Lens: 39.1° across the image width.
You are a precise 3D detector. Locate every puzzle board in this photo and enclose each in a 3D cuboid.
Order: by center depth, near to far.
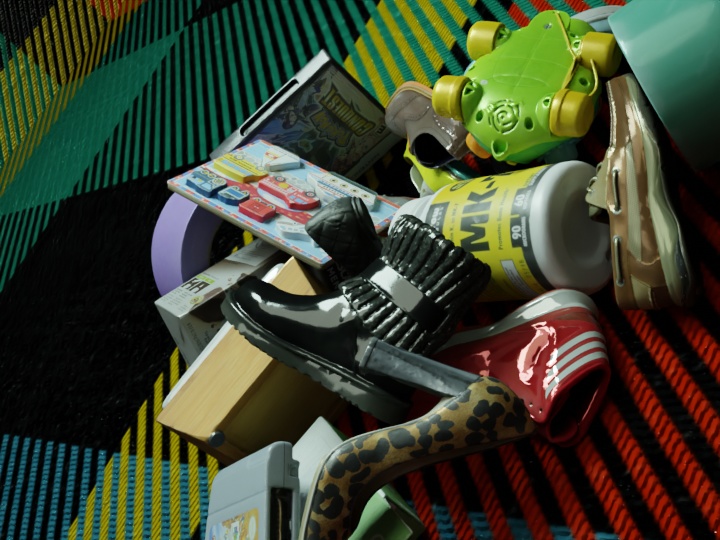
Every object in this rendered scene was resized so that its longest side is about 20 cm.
[{"bbox_3d":[-0.073,-0.077,1.033,0.199,0.017,0.151,28,38,23],"label":"puzzle board"}]

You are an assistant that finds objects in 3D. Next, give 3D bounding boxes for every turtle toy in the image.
[{"bbox_3d":[0.163,-0.166,0.918,0.145,0.101,0.201,14,56,28],"label":"turtle toy"}]

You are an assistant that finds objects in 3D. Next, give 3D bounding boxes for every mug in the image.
[{"bbox_3d":[0.290,-0.184,0.842,0.114,0.152,0.186,-30,34,22],"label":"mug"}]

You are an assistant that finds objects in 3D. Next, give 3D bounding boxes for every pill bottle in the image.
[{"bbox_3d":[0.124,-0.029,0.914,0.199,0.114,0.115,-7,48,49],"label":"pill bottle"}]

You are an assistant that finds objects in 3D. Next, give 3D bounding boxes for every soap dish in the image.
[{"bbox_3d":[-0.079,0.107,0.985,0.200,0.157,0.081,-50,46,-5],"label":"soap dish"}]

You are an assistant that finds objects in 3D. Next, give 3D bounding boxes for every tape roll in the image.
[{"bbox_3d":[-0.127,-0.018,1.139,0.085,0.200,0.201,9,61,55],"label":"tape roll"}]

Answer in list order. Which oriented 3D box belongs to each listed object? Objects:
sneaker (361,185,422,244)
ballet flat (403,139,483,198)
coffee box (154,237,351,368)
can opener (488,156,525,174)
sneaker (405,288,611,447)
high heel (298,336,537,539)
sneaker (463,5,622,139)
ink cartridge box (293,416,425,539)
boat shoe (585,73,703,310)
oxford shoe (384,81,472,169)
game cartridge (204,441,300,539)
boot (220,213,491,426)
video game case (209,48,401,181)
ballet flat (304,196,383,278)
[{"bbox_3d":[0.044,-0.046,1.100,0.082,0.077,0.200,-31,36,-5],"label":"sneaker"},{"bbox_3d":[0.088,-0.106,1.116,0.067,0.067,0.200,-61,22,20],"label":"ballet flat"},{"bbox_3d":[-0.096,0.034,1.062,0.200,0.114,0.080,-34,25,-21],"label":"coffee box"},{"bbox_3d":[0.147,-0.160,1.089,0.078,0.063,0.201,-31,33,26],"label":"can opener"},{"bbox_3d":[0.109,0.101,0.815,0.200,0.078,0.116,-36,30,21],"label":"sneaker"},{"bbox_3d":[0.040,0.164,0.754,0.071,0.142,0.201,59,-128,-79],"label":"high heel"},{"bbox_3d":[0.218,-0.183,1.029,0.199,0.080,0.131,-24,63,-4],"label":"sneaker"},{"bbox_3d":[-0.014,0.218,0.852,0.104,0.059,0.200,-48,30,-2],"label":"ink cartridge box"},{"bbox_3d":[0.215,-0.062,0.809,0.073,0.076,0.201,-17,63,25],"label":"boat shoe"},{"bbox_3d":[0.065,-0.148,1.050,0.073,0.071,0.200,-55,21,-8],"label":"oxford shoe"},{"bbox_3d":[-0.094,0.256,0.847,0.133,0.041,0.201,-32,52,49],"label":"game cartridge"},{"bbox_3d":[-0.006,0.017,0.857,0.210,0.079,0.159,28,93,25],"label":"boot"},{"bbox_3d":[-0.057,-0.153,1.222,0.181,0.200,0.026,-41,57,11],"label":"video game case"},{"bbox_3d":[0.000,0.000,0.962,0.056,0.200,0.067,-17,50,6],"label":"ballet flat"}]
